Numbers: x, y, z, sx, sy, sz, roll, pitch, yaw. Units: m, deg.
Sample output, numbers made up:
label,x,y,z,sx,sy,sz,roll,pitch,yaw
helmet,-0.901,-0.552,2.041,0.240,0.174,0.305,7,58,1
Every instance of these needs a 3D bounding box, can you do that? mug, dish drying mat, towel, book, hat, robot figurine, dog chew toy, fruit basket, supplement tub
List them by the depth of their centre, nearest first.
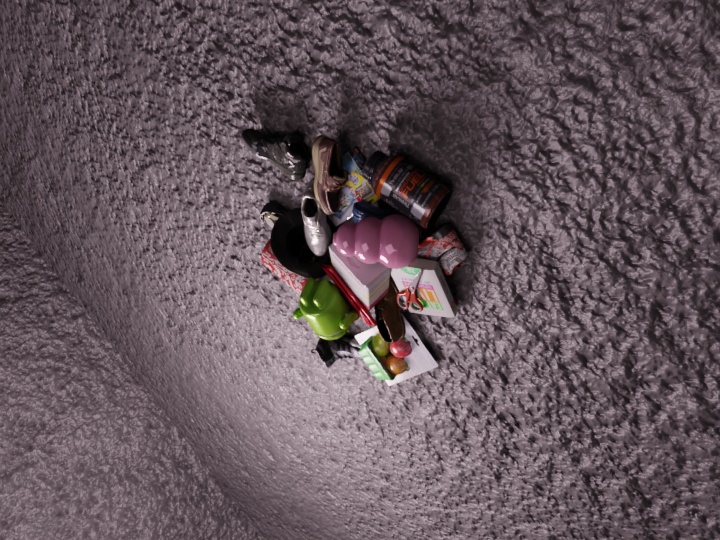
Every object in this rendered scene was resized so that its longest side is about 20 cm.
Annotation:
label,x,y,z,sx,sy,sz,roll,pitch,yaw
supplement tub,0.100,-0.191,1.487,0.199,0.107,0.108,35,139,13
dog chew toy,0.035,-0.069,1.508,0.196,0.126,0.126,2,131,0
book,0.158,0.039,1.621,0.132,0.049,0.201,9,148,33
towel,0.038,-0.081,1.644,0.110,0.049,0.202,22,148,29
dish drying mat,-0.031,0.066,1.721,0.201,0.018,0.077,51,170,-15
robot figurine,-0.092,0.107,1.749,0.173,0.117,0.201,6,146,26
hat,-0.152,-0.068,1.772,0.201,0.200,0.081,48,161,-3
fruit basket,0.101,0.226,1.862,0.199,0.094,0.186,-31,100,34
mug,-0.185,0.006,1.881,0.199,0.133,0.180,34,127,20

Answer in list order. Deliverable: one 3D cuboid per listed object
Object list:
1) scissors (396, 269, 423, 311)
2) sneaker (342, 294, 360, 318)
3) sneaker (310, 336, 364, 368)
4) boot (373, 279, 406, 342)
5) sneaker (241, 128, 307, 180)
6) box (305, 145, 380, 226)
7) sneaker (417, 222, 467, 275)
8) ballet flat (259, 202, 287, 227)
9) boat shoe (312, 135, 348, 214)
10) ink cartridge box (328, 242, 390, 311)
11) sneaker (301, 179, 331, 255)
label,x,y,z,sx,sy,sz,roll,pitch,yaw
scissors,0.120,0.045,1.604,0.072,0.014,0.201,21,152,19
sneaker,-0.061,0.105,1.883,0.198,0.091,0.076,-7,127,46
sneaker,-0.056,0.256,1.975,0.198,0.114,0.076,25,156,27
boot,0.064,0.096,1.752,0.073,0.075,0.203,-18,92,32
sneaker,-0.215,-0.329,1.681,0.198,0.076,0.115,35,137,9
box,-0.038,-0.208,1.648,0.199,0.038,0.137,-26,103,49
sneaker,0.173,-0.027,1.587,0.108,0.067,0.201,52,138,-3
ballet flat,-0.205,-0.129,1.838,0.198,0.073,0.074,28,137,22
boat shoe,-0.067,-0.224,1.579,0.071,0.072,0.203,17,126,32
ink cartridge box,0.000,0.000,1.648,0.145,0.083,0.200,46,168,15
sneaker,-0.123,-0.123,1.668,0.073,0.100,0.203,2,119,13
